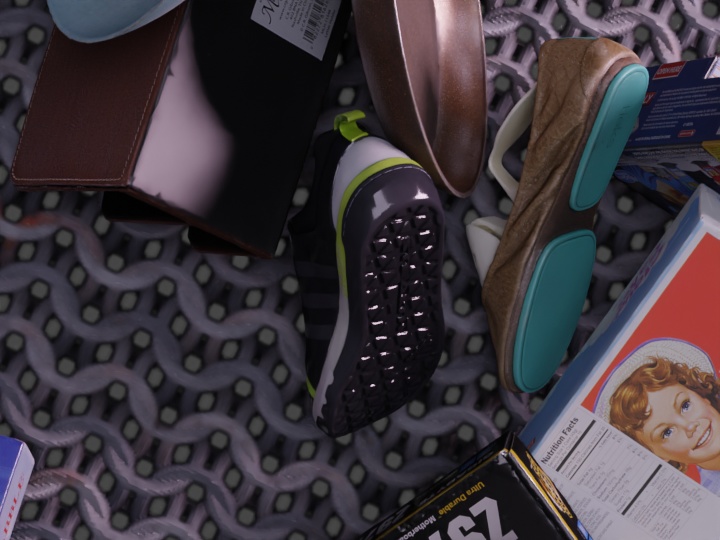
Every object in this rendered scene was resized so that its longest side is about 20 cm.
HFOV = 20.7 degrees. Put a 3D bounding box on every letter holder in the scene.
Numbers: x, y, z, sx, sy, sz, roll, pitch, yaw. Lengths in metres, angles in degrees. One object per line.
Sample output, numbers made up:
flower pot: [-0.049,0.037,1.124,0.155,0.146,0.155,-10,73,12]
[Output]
letter holder: [-0.093,-0.120,1.058,0.100,0.141,0.202,25,77,-36]

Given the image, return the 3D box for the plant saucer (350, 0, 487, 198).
plant saucer: [0.029,-0.136,1.029,0.032,0.200,0.203,-8,86,16]

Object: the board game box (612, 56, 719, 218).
board game box: [0.248,-0.034,1.060,0.199,0.200,0.062,35,80,-18]

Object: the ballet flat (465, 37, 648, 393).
ballet flat: [0.096,-0.035,1.074,0.072,0.067,0.202,29,116,34]

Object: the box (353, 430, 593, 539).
box: [0.047,0.205,1.029,0.199,0.049,0.160,-36,91,13]

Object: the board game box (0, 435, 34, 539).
board game box: [-0.289,0.159,0.988,0.197,0.041,0.202,13,69,5]

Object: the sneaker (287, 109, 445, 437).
sneaker: [0.000,0.000,1.032,0.071,0.201,0.083,-18,51,-27]

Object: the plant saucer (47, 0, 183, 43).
plant saucer: [-0.087,-0.199,0.978,0.038,0.200,0.203,25,82,-34]

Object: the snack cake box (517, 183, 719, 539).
snack cake box: [0.169,0.071,1.041,0.114,0.067,0.201,33,110,-2]
